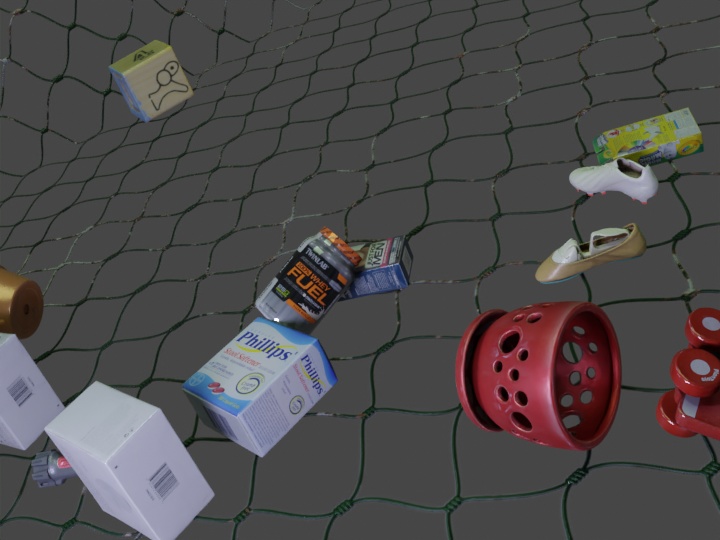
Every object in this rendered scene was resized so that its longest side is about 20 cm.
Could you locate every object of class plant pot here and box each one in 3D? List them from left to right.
[{"bbox_3d":[-0.845,0.084,2.190,0.138,0.203,0.201,4,38,14],"label":"plant pot"},{"bbox_3d":[0.250,0.146,1.319,0.181,0.202,0.201,-3,36,46],"label":"plant pot"}]

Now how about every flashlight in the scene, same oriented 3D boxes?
[{"bbox_3d":[-0.498,0.336,1.669,0.197,0.069,0.068,-12,34,18],"label":"flashlight"}]

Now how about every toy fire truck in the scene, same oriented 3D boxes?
[{"bbox_3d":[0.498,0.152,1.237,0.166,0.113,0.201,20,48,18],"label":"toy fire truck"}]

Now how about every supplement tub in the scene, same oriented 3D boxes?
[{"bbox_3d":[-0.094,0.025,1.743,0.201,0.122,0.122,-52,34,-2],"label":"supplement tub"}]

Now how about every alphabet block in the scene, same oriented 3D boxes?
[{"bbox_3d":[-0.725,-0.658,3.216,0.199,0.197,0.196,-33,34,-16],"label":"alphabet block"}]

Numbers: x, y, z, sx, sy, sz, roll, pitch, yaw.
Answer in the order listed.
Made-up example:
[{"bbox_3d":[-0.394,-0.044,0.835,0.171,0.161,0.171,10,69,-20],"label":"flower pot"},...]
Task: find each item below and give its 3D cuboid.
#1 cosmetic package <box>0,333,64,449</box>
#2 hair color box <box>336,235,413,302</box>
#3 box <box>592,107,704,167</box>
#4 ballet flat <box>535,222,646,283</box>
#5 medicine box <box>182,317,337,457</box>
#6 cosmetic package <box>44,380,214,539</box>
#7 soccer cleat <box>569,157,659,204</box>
[{"bbox_3d":[-0.734,0.232,1.845,0.198,0.201,0.123,3,39,38],"label":"cosmetic package"},{"bbox_3d":[0.000,0.000,1.838,0.197,0.061,0.101,-13,32,19],"label":"hair color box"},{"bbox_3d":[0.566,-0.252,1.840,0.197,0.049,0.118,-13,33,14],"label":"box"},{"bbox_3d":[0.394,-0.036,1.614,0.197,0.064,0.069,-18,31,12],"label":"ballet flat"},{"bbox_3d":[-0.175,0.197,1.620,0.181,0.104,0.200,14,49,46],"label":"medicine box"},{"bbox_3d":[-0.370,0.307,1.492,0.198,0.201,0.123,10,45,43],"label":"cosmetic package"},{"bbox_3d":[0.479,-0.182,1.763,0.069,0.078,0.199,-39,34,-24],"label":"soccer cleat"}]
